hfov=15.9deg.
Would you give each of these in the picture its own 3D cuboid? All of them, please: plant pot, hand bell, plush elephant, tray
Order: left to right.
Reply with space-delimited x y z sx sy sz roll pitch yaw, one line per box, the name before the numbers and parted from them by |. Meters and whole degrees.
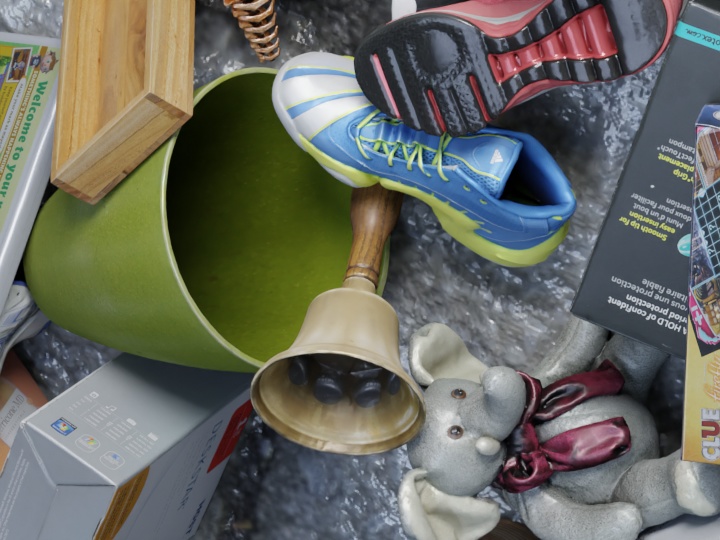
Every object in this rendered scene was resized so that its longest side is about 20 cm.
tray | -0.142 -0.144 1.573 0.037 0.200 0.099 29 130 -31
plant pot | -0.116 -0.017 1.627 0.200 0.187 0.188 -12 104 45
hand bell | 0.000 0.000 1.555 0.104 0.200 0.104 6 143 5
plush elephant | 0.099 0.096 1.542 0.200 0.154 0.165 -43 43 48

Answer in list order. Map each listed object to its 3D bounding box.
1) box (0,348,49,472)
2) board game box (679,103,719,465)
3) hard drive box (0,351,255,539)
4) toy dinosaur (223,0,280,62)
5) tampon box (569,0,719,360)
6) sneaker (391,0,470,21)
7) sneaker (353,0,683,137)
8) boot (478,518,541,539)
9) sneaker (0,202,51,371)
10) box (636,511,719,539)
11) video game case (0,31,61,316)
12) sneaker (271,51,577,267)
box | -0.289 0.138 1.775 0.106 0.152 0.200 -33 93 38
board game box | 0.242 0.015 1.365 0.135 0.035 0.201 7 116 14
hard drive box | -0.161 0.137 1.681 0.077 0.200 0.156 32 122 13
toy dinosaur | -0.054 -0.222 1.509 0.102 0.136 0.200 52 144 23
tampon box | 0.226 -0.055 1.431 0.150 0.126 0.200 23 119 8
sneaker | 0.086 -0.193 1.494 0.112 0.073 0.201 17 116 21
sneaker | 0.095 -0.129 1.475 0.200 0.087 0.074 -10 103 25
boot | 0.124 0.230 1.591 0.200 0.155 0.077 28 120 16
sneaker | -0.260 0.034 1.688 0.075 0.200 0.088 23 146 14
box | 0.221 0.213 1.460 0.199 0.200 0.131 -33 100 -4
video game case | -0.281 -0.066 1.692 0.182 0.022 0.201 9 74 32
sneaker | 0.047 -0.078 1.525 0.200 0.076 0.105 29 160 -10
